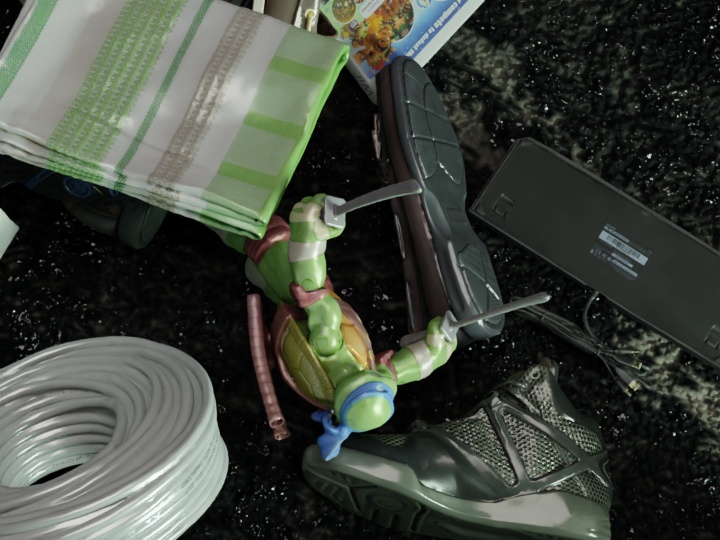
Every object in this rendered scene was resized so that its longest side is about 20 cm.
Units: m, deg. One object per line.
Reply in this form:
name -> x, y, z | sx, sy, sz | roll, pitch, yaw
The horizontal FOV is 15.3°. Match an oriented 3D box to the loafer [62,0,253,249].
loafer -> -0.129, -0.113, 1.748 | 0.063, 0.072, 0.201 | 21, 71, 11

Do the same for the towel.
towel -> -0.124, -0.113, 1.630 | 0.199, 0.031, 0.150 | 18, 65, 10

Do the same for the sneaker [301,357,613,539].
sneaker -> 0.063, 0.108, 1.684 | 0.199, 0.076, 0.115 | 9, 67, -7

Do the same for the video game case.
video game case -> 0.002, -0.231, 1.775 | 0.143, 0.018, 0.200 | -48, 116, -21

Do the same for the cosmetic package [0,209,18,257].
cosmetic package -> -0.280, -0.032, 1.619 | 0.113, 0.200, 0.081 | 32, 87, 0

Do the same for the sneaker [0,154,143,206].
sneaker -> -0.196, -0.092, 1.699 | 0.199, 0.076, 0.077 | 9, 51, 24

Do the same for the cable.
cable -> -0.176, 0.117, 1.578 | 0.199, 0.069, 0.200 | 5, 37, 35

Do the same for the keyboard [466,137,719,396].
keyboard -> 0.159, 0.007, 1.763 | 0.200, 0.021, 0.127 | 32, 63, 7

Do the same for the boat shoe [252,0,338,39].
boat shoe -> -0.043, -0.156, 1.720 | 0.059, 0.201, 0.072 | 5, 24, 1

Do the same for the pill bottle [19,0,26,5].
pill bottle -> -0.134, -0.237, 1.769 | 0.200, 0.113, 0.113 | -42, 79, -19

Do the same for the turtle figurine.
turtle figurine -> 0.000, 0.000, 1.647 | 0.144, 0.201, 0.194 | 8, 26, -39

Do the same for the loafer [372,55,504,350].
loafer -> 0.035, -0.041, 1.741 | 0.063, 0.072, 0.201 | -25, 69, 25
